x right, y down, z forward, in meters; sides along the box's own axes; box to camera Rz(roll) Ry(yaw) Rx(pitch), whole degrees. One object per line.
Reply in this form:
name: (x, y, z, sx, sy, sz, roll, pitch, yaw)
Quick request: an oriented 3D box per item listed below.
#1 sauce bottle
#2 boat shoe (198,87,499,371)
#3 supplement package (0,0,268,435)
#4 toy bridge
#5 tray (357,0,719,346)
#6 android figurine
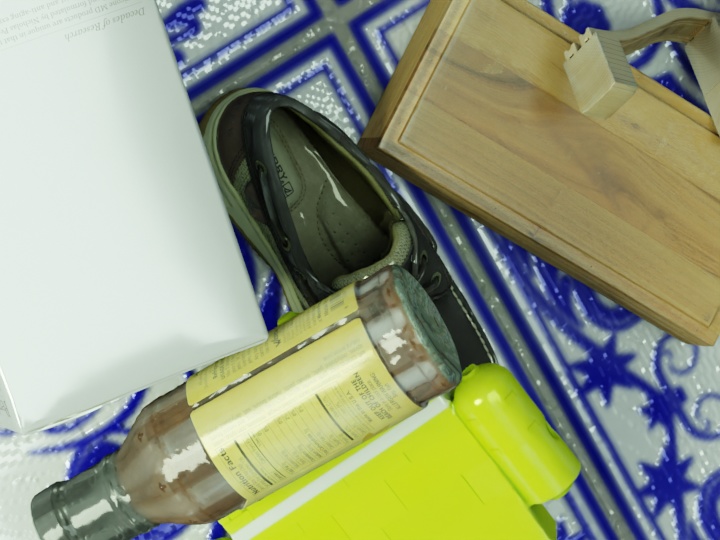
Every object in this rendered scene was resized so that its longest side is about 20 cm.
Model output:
sauce bottle: (-0.053, 0.069, 1.195, 0.200, 0.065, 0.065, -28, 102, 14)
boat shoe: (0.000, 0.000, 1.266, 0.073, 0.065, 0.200, -46, 106, -14)
supplement package: (-0.139, -0.045, 1.186, 0.119, 0.121, 0.201, -21, 98, -18)
toy bridge: (0.180, -0.093, 1.326, 0.199, 0.027, 0.067, 7, 51, -36)
tray: (0.107, -0.054, 1.319, 0.200, 0.037, 0.099, 30, 82, -17)
android figurine: (0.006, 0.108, 1.255, 0.182, 0.041, 0.200, -32, 106, 13)
